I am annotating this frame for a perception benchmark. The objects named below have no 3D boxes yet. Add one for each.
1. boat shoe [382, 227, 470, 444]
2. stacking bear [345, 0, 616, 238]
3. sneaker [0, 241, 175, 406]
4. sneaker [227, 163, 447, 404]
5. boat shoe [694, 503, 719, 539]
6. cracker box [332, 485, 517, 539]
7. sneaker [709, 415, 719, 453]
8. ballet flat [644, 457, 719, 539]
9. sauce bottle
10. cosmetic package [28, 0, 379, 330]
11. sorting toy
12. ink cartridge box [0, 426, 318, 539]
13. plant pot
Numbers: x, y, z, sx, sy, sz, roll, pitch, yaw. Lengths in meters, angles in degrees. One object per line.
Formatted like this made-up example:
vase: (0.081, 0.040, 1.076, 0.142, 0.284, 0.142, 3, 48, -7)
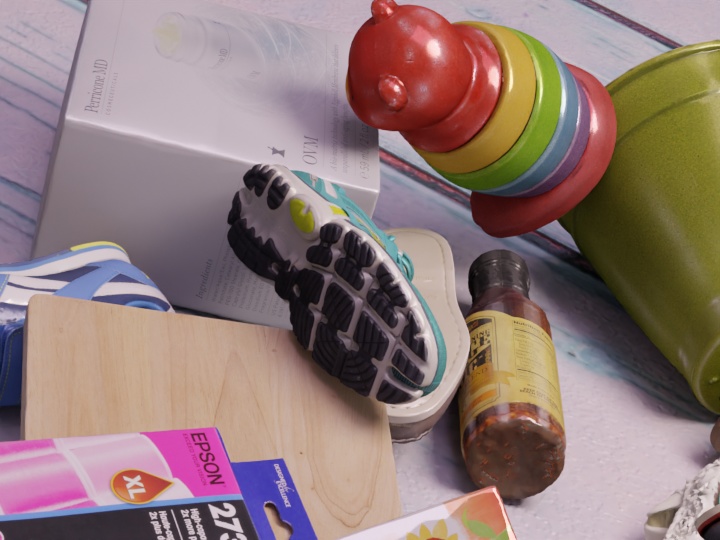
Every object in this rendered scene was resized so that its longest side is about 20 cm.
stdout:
boat shoe: (0.028, 0.048, 1.297, 0.071, 0.060, 0.200, 3, 32, -2)
stacking bear: (0.065, -0.107, 1.335, 0.200, 0.113, 0.122, 20, 64, -50)
sneaker: (-0.181, 0.041, 1.195, 0.082, 0.074, 0.200, 39, 38, 26)
sneaker: (0.000, 0.000, 1.190, 0.079, 0.078, 0.200, 7, 30, -35)
boat shoe: (0.258, 0.171, 1.177, 0.200, 0.071, 0.063, 25, 48, -43)
cracker box: (-0.008, 0.194, 0.967, 0.199, 0.058, 0.135, -16, 76, -21)
sneaker: (0.318, 0.105, 1.353, 0.199, 0.071, 0.076, -4, 41, -30)
ballet flat: (0.185, 0.160, 1.212, 0.072, 0.072, 0.200, 26, 31, 12)
sauce bottle: (0.090, 0.058, 1.316, 0.066, 0.066, 0.200, 13, 30, -8)
cosmetic package: (-0.097, -0.077, 1.370, 0.199, 0.123, 0.200, 12, 32, -8)
sorting toy: (-0.085, 0.117, 1.119, 0.198, 0.070, 0.201, 9, 40, -15)
ink cartridge box: (-0.109, 0.123, 1.019, 0.199, 0.037, 0.095, -1, 43, -28)
plant pot: (0.247, -0.013, 1.406, 0.199, 0.201, 0.193, 2, 47, -25)
